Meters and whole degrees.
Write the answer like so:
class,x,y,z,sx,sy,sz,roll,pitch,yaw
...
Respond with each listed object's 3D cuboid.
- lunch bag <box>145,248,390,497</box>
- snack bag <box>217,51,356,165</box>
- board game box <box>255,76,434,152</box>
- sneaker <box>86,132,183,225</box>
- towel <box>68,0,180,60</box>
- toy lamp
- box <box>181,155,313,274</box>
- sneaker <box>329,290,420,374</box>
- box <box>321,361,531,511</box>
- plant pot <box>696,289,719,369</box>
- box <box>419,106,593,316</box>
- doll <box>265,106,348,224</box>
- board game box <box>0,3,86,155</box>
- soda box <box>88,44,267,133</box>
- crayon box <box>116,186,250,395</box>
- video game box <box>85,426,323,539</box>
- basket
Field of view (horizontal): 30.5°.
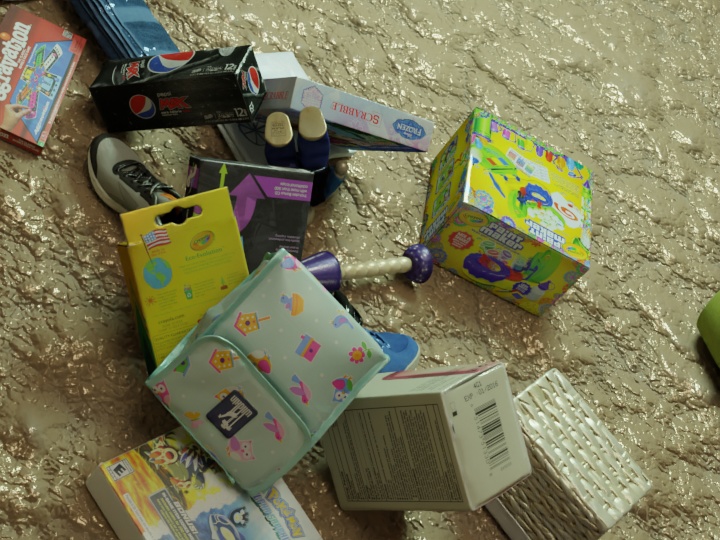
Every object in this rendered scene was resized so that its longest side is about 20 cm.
class,x,y,z,sx,sy,sz,roll,pitch,yaw
lunch bag,-0.098,0.104,1.345,0.171,0.122,0.200,47,74,-10
snack bag,-0.119,-0.214,1.752,0.199,0.021,0.190,-16,67,-45
board game box,-0.043,-0.192,1.643,0.198,0.199,0.042,15,88,-29
sneaker,-0.243,-0.084,1.518,0.074,0.079,0.201,-23,69,-42
towel,-0.301,-0.320,1.677,0.201,0.049,0.111,53,28,14
toy lamp,0.000,0.000,1.637,0.198,0.058,0.059,-5,58,-40
box,-0.133,-0.019,1.477,0.141,0.203,0.036,4,10,-30
sneaker,-0.004,0.076,1.520,0.198,0.113,0.076,-12,28,-36
box,0.064,0.178,1.406,0.108,0.199,0.129,-21,98,-43
plant pot,0.582,0.113,1.880,0.186,0.188,0.200,-16,51,-42
box,0.201,-0.080,1.790,0.198,0.122,0.194,27,44,-15
doll,-0.080,-0.115,1.571,0.135,0.201,0.049,-11,62,-5
board game box,-0.400,-0.230,1.570,0.102,0.019,0.201,23,46,-16
soda box,-0.216,-0.214,1.563,0.198,0.071,0.064,-2,40,21
crayon box,-0.179,0.023,1.403,0.126,0.051,0.203,-15,99,-23
video game box,-0.149,0.252,1.334,0.181,0.047,0.201,-22,70,-46
basket,0.223,0.234,1.550,0.200,0.124,0.135,50,43,11
